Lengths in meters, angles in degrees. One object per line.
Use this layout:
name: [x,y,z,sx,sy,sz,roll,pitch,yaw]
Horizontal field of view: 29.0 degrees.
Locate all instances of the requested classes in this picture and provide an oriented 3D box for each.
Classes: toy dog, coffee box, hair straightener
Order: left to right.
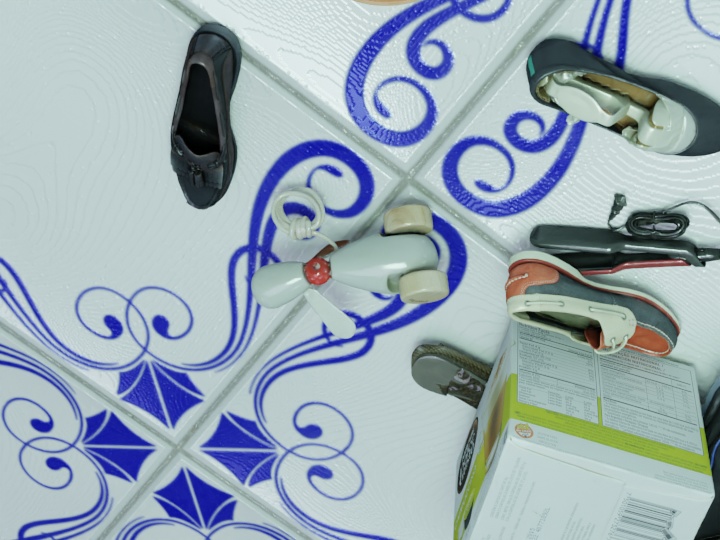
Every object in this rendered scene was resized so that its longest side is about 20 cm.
toy dog: [0.000,0.000,1.389,0.197,0.134,0.096,8,165,17]
coffee box: [0.209,0.200,1.358,0.197,0.199,0.202,15,123,-3]
hair straightener: [0.254,-0.032,1.311,0.197,0.041,0.078,2,124,24]

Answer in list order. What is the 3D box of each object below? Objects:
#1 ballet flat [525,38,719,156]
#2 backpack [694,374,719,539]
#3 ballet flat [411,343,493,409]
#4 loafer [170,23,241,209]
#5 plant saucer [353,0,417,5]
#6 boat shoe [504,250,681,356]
ballet flat: [0.235,-0.140,1.227,0.198,0.073,0.074,24,128,0]
backpack: [0.409,0.194,1.348,0.188,0.155,0.202,13,133,-1]
ballet flat: [0.141,0.130,1.467,0.198,0.047,0.068,27,119,-8]
loafer: [-0.158,-0.140,1.357,0.071,0.063,0.202,15,127,7]
plant saucer: [0.016,-0.327,1.188,0.197,0.038,0.202,9,125,13]
boat shoe: [0.223,0.047,1.338,0.198,0.063,0.071,24,143,-22]
